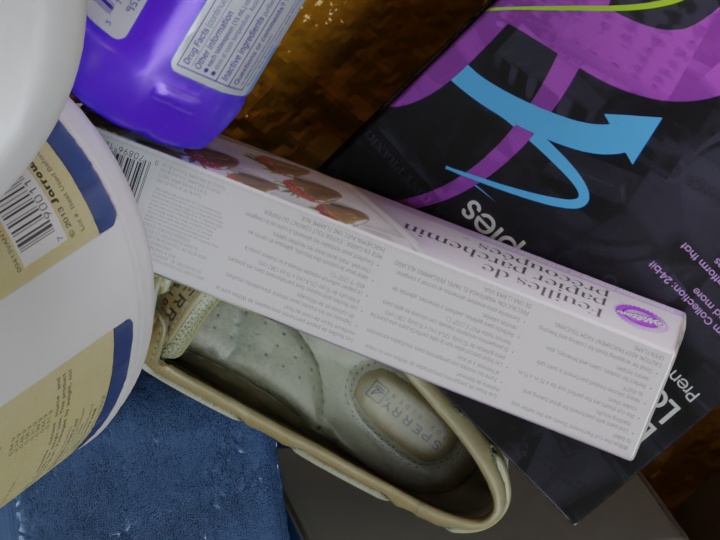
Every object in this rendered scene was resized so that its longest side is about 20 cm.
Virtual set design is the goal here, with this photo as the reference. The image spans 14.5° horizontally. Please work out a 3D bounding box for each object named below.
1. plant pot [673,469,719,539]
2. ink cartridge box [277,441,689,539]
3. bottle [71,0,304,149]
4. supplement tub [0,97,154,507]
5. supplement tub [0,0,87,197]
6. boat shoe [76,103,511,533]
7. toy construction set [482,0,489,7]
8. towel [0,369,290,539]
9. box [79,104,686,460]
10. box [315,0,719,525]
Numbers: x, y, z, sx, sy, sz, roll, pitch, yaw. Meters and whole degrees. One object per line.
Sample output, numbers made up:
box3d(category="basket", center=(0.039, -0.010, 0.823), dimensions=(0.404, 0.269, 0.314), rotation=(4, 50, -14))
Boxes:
box3d(category="plant pot", center=(0.191, 0.152, 1.039), dimensions=(0.200, 0.175, 0.201), rotation=(-9, 126, -13))
box3d(category="ink cartridge box", center=(0.024, 0.163, 1.067), dimensions=(0.145, 0.084, 0.200), rotation=(-3, 123, -22))
box3d(category="bottle", center=(-0.026, -0.137, 0.840), dimensions=(0.065, 0.084, 0.200), rotation=(22, 108, -33))
box3d(category="supplement tub", center=(-0.167, 0.026, 0.799), dimensions=(0.200, 0.144, 0.145), rotation=(-37, 144, -50))
box3d(category="supplement tub", center=(-0.162, -0.103, 0.730), dimensions=(0.145, 0.200, 0.145), rotation=(-11, 126, -16))
box3d(category="boat shoe", center=(-0.033, 0.017, 0.928), dimensions=(0.201, 0.063, 0.073), rotation=(39, 100, -17))
box3d(category="toy construction set", center=(0.100, -0.065, 0.935), dimensions=(0.131, 0.092, 0.201), rotation=(9, 106, -13))
box3d(category="towel", center=(-0.124, 0.090, 0.962), dimensions=(0.199, 0.049, 0.112), rotation=(-6, 94, -19))
box3d(category="box", center=(0.000, 0.000, 0.870), dimensions=(0.199, 0.039, 0.042), rotation=(20, 111, 4))
box3d(category="box", center=(0.088, -0.032, 0.880), dimensions=(0.143, 0.036, 0.200), rotation=(45, 117, -3))
